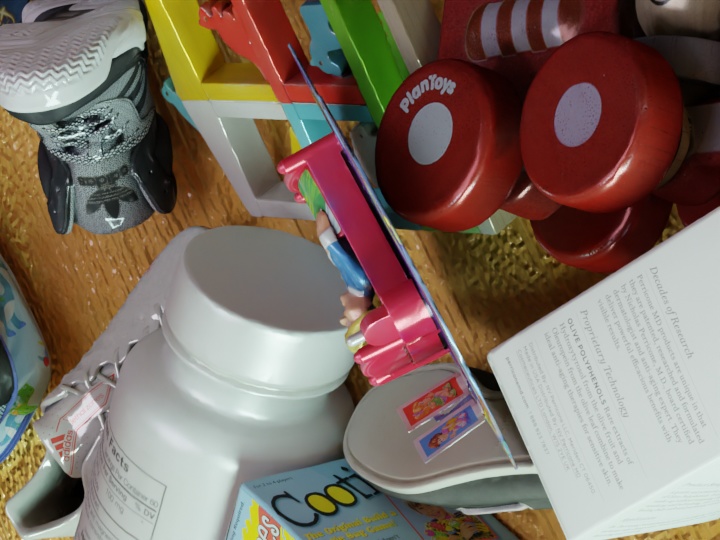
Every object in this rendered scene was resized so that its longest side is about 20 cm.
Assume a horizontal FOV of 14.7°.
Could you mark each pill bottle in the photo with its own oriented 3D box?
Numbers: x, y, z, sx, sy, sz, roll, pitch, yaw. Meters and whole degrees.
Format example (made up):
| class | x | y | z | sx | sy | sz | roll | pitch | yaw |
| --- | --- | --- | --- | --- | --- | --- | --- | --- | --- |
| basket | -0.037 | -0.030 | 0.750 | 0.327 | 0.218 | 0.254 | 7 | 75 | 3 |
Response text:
| class | x | y | z | sx | sy | sz | roll | pitch | yaw |
| --- | --- | --- | --- | --- | --- | --- | --- | --- | --- |
| pill bottle | -0.064 | 0.085 | 1.297 | 0.114 | 0.114 | 0.200 | 42 | 127 | 36 |

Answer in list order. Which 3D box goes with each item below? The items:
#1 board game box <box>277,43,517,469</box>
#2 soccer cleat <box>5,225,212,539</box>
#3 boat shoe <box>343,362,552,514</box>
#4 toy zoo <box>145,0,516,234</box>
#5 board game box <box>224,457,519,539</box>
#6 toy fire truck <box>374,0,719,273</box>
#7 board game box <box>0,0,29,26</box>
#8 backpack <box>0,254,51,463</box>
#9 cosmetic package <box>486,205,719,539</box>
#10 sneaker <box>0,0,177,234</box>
| class | x | y | z | sx | sy | sz | roll | pitch | yaw |
| --- | --- | --- | --- | --- | --- | --- | --- | --- | --- |
| board game box | 0.000 | 0.000 | 1.143 | 0.158 | 0.039 | 0.200 | 62 | 180 | -30 |
| soccer cleat | -0.115 | 0.061 | 1.373 | 0.069 | 0.085 | 0.200 | 52 | 133 | 28 |
| boat shoe | 0.068 | 0.078 | 1.186 | 0.200 | 0.057 | 0.067 | -6 | 53 | 53 |
| toy zoo | -0.026 | -0.079 | 1.249 | 0.200 | 0.020 | 0.131 | 6 | 129 | 48 |
| board game box | 0.033 | 0.179 | 1.213 | 0.200 | 0.105 | 0.103 | 41 | 127 | 37 |
| toy fire truck | 0.100 | -0.094 | 1.087 | 0.200 | 0.112 | 0.168 | -6 | 75 | 49 |
| board game box | -0.210 | -0.209 | 1.465 | 0.136 | 0.035 | 0.200 | 50 | 132 | 30 |
| backpack | -0.269 | 0.058 | 1.504 | 0.183 | 0.147 | 0.200 | 56 | 131 | 24 |
| cosmetic package | 0.160 | 0.019 | 1.004 | 0.200 | 0.108 | 0.085 | -35 | 69 | 33 |
| sneaker | -0.127 | -0.069 | 1.318 | 0.200 | 0.075 | 0.114 | -84 | -17 | -76 |
